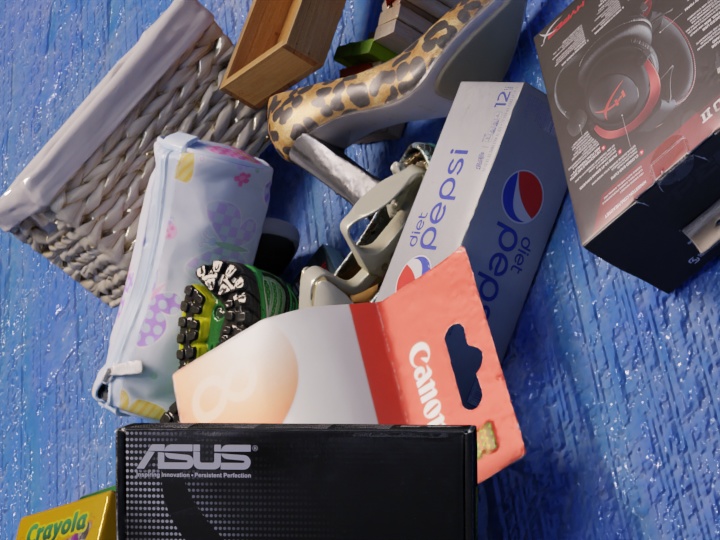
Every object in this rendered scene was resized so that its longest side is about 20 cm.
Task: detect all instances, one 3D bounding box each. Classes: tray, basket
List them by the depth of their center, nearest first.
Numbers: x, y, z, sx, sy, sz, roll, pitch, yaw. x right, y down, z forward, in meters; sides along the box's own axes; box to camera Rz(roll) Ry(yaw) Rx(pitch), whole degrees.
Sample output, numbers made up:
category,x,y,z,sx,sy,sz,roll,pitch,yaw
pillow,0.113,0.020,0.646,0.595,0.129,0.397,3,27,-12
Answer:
category,x,y,z,sx,sy,sz,roll,pitch,yaw
tray,-0.035,-0.220,1.586,0.099,0.037,0.200,-27,39,55
basket,-0.159,-0.083,1.622,0.200,0.123,0.136,-53,11,-19

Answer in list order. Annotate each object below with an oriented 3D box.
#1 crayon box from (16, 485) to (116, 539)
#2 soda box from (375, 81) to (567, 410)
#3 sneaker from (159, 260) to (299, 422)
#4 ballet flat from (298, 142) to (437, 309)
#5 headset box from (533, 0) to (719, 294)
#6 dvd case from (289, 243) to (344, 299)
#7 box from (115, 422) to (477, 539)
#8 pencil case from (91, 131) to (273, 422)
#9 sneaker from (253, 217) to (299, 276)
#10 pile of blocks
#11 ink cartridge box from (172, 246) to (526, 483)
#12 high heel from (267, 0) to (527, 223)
category,x,y,z,sx,sy,sz,roll,pitch,yaw
crayon box,-0.208,0.239,1.578,0.127,0.051,0.200,-22,49,48
soda box,0.069,-0.015,1.360,0.068,0.063,0.200,7,74,56
sneaker,-0.079,0.097,1.455,0.078,0.085,0.200,17,96,41
ballet flat,0.000,0.000,1.420,0.200,0.074,0.074,-55,31,-2
headset box,0.186,-0.097,1.236,0.149,0.075,0.200,-43,37,31
dvd case,-0.059,0.097,1.507,0.200,0.022,0.146,-53,33,18
box,-0.034,0.180,1.205,0.048,0.200,0.194,-21,-68,-83
pencil case,-0.123,0.007,1.499,0.083,0.091,0.200,25,101,57
sneaker,-0.107,0.039,1.581,0.200,0.071,0.099,-35,45,43
pile of blocks,0.028,-0.185,1.549,0.200,0.062,0.082,-59,31,6
ink cartridge box,-0.013,0.085,1.280,0.200,0.050,0.162,-33,47,22
high heel,0.020,-0.145,1.483,0.143,0.071,0.200,40,96,40
